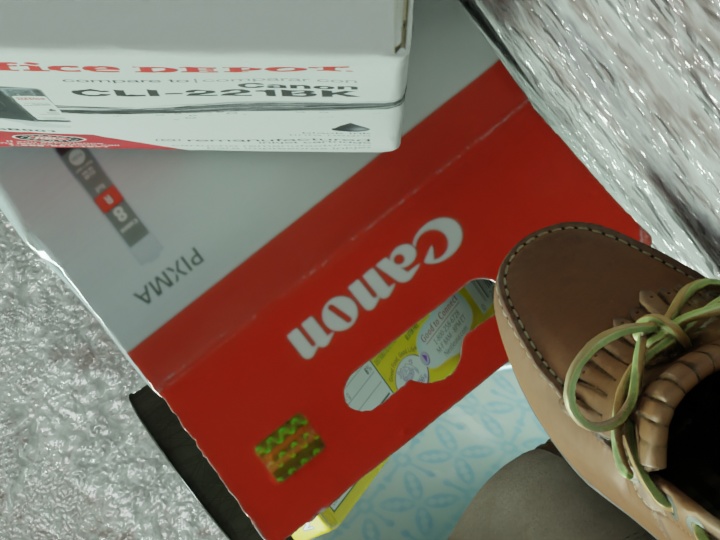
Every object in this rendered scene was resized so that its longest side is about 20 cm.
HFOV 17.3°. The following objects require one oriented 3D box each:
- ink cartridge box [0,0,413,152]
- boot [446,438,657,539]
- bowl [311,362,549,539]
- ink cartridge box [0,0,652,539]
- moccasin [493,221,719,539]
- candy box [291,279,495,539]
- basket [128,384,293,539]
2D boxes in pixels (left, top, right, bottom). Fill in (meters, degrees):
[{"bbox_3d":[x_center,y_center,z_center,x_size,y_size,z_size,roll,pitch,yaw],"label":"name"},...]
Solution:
[{"bbox_3d":[-0.057,-0.085,0.659,0.200,0.143,0.084,87,-176,-85],"label":"ink cartridge box"},{"bbox_3d":[0.110,0.126,0.679,0.200,0.146,0.070,51,175,26],"label":"boot"},{"bbox_3d":[0.076,0.142,0.866,0.107,0.201,0.200,25,-163,-42],"label":"bowl"},{"bbox_3d":[-0.029,-0.038,0.769,0.200,0.162,0.050,51,177,26],"label":"ink cartridge box"},{"bbox_3d":[0.097,0.043,0.626,0.202,0.073,0.078,55,171,48],"label":"moccasin"},{"bbox_3d":[0.000,0.000,0.873,0.102,0.026,0.200,51,-137,-10],"label":"candy box"},{"bbox_3d":[-0.003,0.059,1.262,0.136,0.200,0.180,51,178,17],"label":"basket"}]
